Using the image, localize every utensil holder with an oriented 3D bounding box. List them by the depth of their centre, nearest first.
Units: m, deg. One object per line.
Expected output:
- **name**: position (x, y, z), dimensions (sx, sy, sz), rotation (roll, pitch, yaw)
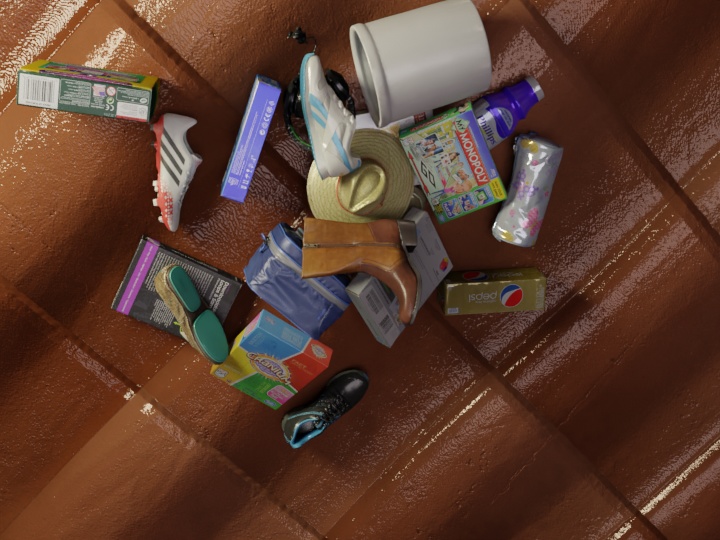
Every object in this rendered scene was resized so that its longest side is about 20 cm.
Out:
- **utensil holder**: position (0.099, -0.347, 1.485), dimensions (0.196, 0.170, 0.173), rotation (-17, 111, -6)

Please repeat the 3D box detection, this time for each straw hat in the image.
- **straw hat**: position (0.005, -0.142, 1.527), dimensions (0.196, 0.085, 0.206), rotation (-1, 101, -6)

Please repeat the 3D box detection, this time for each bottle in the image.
- **bottle**: position (0.232, -0.267, 1.585), dimensions (0.198, 0.065, 0.084), rotation (-35, 117, 4)

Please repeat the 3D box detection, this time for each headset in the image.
- **headset**: position (-0.078, -0.300, 1.503), dimensions (0.121, 0.094, 0.204), rotation (-13, 89, 6)

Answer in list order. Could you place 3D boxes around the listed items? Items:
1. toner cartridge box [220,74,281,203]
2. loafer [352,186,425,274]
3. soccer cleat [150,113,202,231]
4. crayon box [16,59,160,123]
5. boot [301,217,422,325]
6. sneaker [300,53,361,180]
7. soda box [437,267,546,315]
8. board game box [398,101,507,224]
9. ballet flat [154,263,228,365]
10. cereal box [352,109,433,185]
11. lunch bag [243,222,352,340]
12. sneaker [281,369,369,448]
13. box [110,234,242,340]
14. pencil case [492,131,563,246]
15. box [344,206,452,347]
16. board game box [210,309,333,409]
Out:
- **toner cartridge box**: position (-0.187, -0.224, 1.519), dimensions (0.042, 0.095, 0.203), rotation (17, 105, -14)
- **loafer**: position (0.048, -0.065, 1.623), dimensions (0.075, 0.068, 0.201), rotation (37, 100, -14)
- **soccer cleat**: position (-0.312, -0.166, 1.535), dimensions (0.083, 0.069, 0.205), rotation (-2, 105, -4)
- **crayon box**: position (-0.424, -0.285, 1.417), dimensions (0.196, 0.173, 0.060), rotation (7, 105, -11)
- **boot**: position (0.000, 0.000, 1.483), dimensions (0.195, 0.069, 0.193), rotation (-1, 76, -9)
- **sneaker**: position (-0.052, -0.254, 1.457), dimensions (0.079, 0.077, 0.204), rotation (-13, 110, -3)
- **soda box**: position (0.248, 0.038, 1.694), dimensions (0.195, 0.068, 0.065), rotation (-2, 110, -8)
- **board game box**: position (0.163, -0.183, 1.559), dimensions (0.132, 0.029, 0.201), rotation (-20, 129, 14)
- **ballet flat**: position (-0.302, 0.080, 1.591), dimensions (0.064, 0.070, 0.203), rotation (-11, 110, 40)
- **cereal box**: position (0.039, -0.214, 1.586), dimensions (0.196, 0.040, 0.147), rotation (-12, 109, -4)
- **lunch bag**: position (-0.107, 0.006, 1.588), dimensions (0.199, 0.136, 0.133), rotation (40, 96, -22)
- **sneaker**: position (-0.061, 0.271, 1.719), dimensions (0.199, 0.082, 0.074), rotation (-39, 109, 4)
- **box**: position (-0.331, 0.042, 1.621), dimensions (0.197, 0.036, 0.145), rotation (26, 104, -15)
- **pencil case**: position (0.302, -0.145, 1.629), dimensions (0.089, 0.083, 0.204), rotation (3, 110, -25)
- **box**: position (0.073, 0.012, 1.600), dimensions (0.201, 0.041, 0.157), rotation (-50, 137, -17)
- **board game box**: position (-0.165, 0.166, 1.633), dimensions (0.151, 0.041, 0.200), rotation (31, 136, -17)
